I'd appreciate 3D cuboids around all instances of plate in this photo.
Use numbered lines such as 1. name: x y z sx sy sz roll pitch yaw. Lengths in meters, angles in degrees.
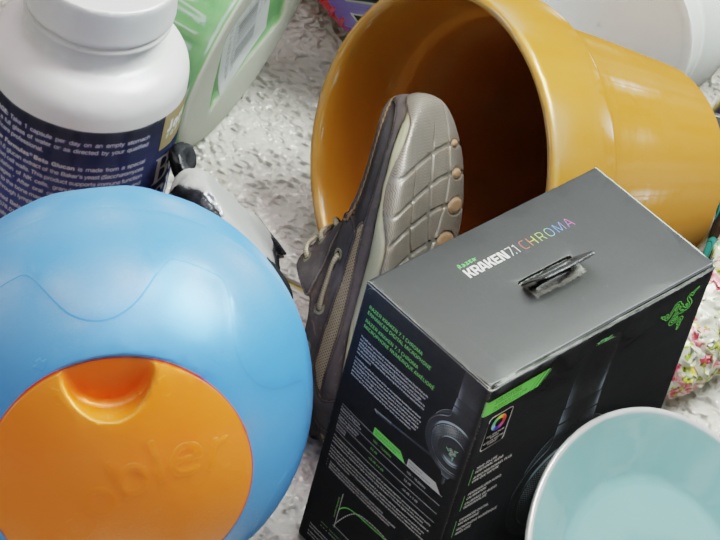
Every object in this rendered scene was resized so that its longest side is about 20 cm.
1. plate: 0.153 0.169 1.474 0.199 0.026 0.201 16 64 -35

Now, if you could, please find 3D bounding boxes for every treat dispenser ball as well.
1. treat dispenser ball: -0.123 0.059 1.433 0.199 0.202 0.202 9 41 -8

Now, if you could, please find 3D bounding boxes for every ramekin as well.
1. ramekin: -0.100 -0.168 1.703 0.097 0.201 0.200 32 43 7

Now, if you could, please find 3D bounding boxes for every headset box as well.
1. headset box: 0.076 0.062 1.493 0.174 0.201 0.093 -25 55 -38

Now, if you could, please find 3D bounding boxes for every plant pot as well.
1. plant pot: 0.103 -0.060 1.663 0.183 0.201 0.200 -1 41 -42

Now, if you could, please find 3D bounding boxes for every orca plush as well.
1. orca plush: -0.094 -0.012 1.593 0.105 0.071 0.200 54 3 -10

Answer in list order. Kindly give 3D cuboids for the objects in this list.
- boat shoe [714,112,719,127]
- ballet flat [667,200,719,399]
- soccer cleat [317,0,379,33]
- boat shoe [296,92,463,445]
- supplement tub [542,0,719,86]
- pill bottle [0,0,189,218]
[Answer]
1. boat shoe: 0.273 -0.067 1.800 0.200 0.066 0.072 22 42 8
2. ballet flat: 0.226 0.001 1.694 0.064 0.076 0.201 18 50 10
3. soccer cleat: -0.005 -0.185 1.858 0.073 0.068 0.201 -21 55 3
4. boat shoe: 0.000 0.000 1.563 0.073 0.201 0.074 10 -4 31
5. supplement tub: 0.185 -0.191 1.837 0.145 0.146 0.200 27 35 12
6. pill bottle: -0.153 -0.086 1.585 0.110 0.201 0.111 9 41 -8
